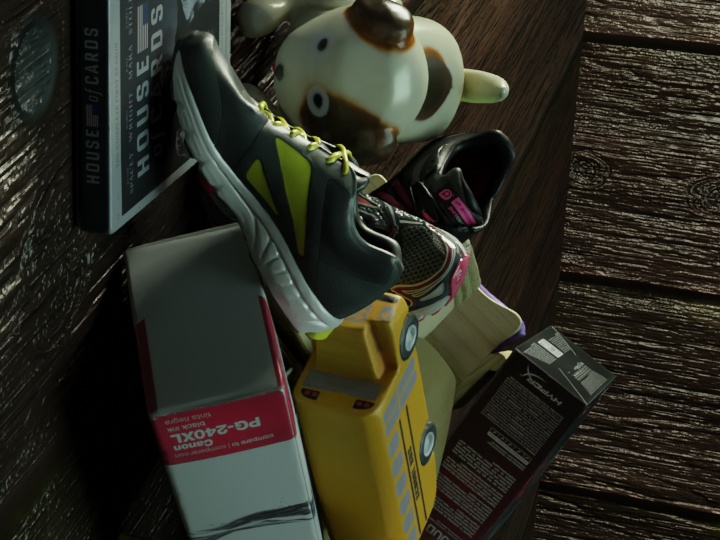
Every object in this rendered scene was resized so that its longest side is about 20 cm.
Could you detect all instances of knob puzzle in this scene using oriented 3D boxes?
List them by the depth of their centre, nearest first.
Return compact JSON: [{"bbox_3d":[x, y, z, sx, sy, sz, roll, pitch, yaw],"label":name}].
[{"bbox_3d":[0.012,0.133,1.271,0.220,0.030,0.220,-30,126,-53],"label":"knob puzzle"}]

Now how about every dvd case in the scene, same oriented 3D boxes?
[{"bbox_3d":[-0.120,-0.125,1.024,0.200,0.025,0.151,-55,151,-63],"label":"dvd case"}]

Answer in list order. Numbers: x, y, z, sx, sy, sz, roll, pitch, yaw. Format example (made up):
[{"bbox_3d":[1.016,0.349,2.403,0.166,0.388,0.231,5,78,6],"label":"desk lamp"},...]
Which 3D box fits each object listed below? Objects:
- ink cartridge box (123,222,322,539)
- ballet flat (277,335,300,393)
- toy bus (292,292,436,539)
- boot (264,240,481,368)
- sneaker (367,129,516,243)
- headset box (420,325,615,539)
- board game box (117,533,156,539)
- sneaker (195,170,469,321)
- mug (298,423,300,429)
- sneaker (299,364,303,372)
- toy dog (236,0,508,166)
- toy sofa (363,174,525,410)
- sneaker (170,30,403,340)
[{"bbox_3d":[-0.082,0.096,1.068,0.145,0.083,0.200,-107,-174,-46],"label":"ink cartridge box"},{"bbox_3d":[-0.082,0.052,1.187,0.200,0.069,0.070,58,43,-70],"label":"ballet flat"},{"bbox_3d":[0.003,0.101,1.127,0.200,0.065,0.078,79,31,-44],"label":"toy bus"},{"bbox_3d":[0.000,0.000,1.264,0.155,0.073,0.200,-46,129,-10],"label":"boot"},{"bbox_3d":[0.040,-0.037,1.200,0.200,0.077,0.084,-53,-165,-30],"label":"sneaker"},{"bbox_3d":[0.113,0.152,1.405,0.200,0.075,0.149,-54,169,14],"label":"headset box"},{"bbox_3d":[-0.134,0.285,1.172,0.200,0.057,0.166,65,37,-68],"label":"board game box"},{"bbox_3d":[-0.024,-0.024,1.131,0.081,0.199,0.075,-63,158,-22],"label":"sneaker"},{"bbox_3d":[-0.054,0.199,1.326,0.185,0.114,0.153,-42,140,-71],"label":"mug"},{"bbox_3d":[-0.006,0.121,1.458,0.088,0.081,0.201,62,14,-81],"label":"sneaker"},{"bbox_3d":[0.000,-0.128,1.195,0.200,0.193,0.140,-41,151,-80],"label":"toy dog"},{"bbox_3d":[0.049,0.016,1.438,0.098,0.200,0.083,-46,169,7],"label":"toy sofa"},{"bbox_3d":[-0.042,-0.060,1.021,0.200,0.084,0.074,61,10,-14],"label":"sneaker"}]
